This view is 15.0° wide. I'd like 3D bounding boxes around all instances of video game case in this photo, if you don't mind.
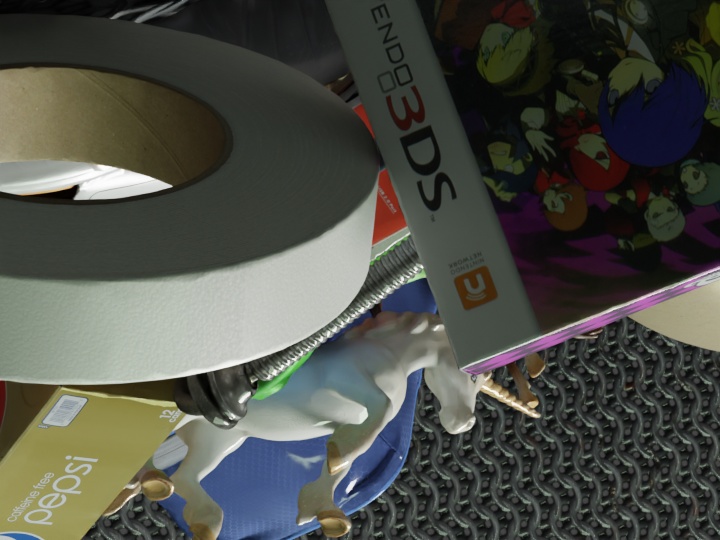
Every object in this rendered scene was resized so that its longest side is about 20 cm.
[{"bbox_3d":[0.092,-0.087,0.843,0.199,0.182,0.036,-21,171,9],"label":"video game case"}]

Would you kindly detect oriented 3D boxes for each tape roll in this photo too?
[{"bbox_3d":[-0.095,-0.028,0.851,0.202,0.037,0.203,5,-153,-3],"label":"tape roll"}]

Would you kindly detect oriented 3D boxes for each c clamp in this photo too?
[{"bbox_3d":[0.000,0.000,1.024,0.200,0.027,0.171,-35,-167,20],"label":"c clamp"}]

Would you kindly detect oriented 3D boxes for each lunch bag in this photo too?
[{"bbox_3d":[-0.054,0.027,1.359,0.136,0.132,0.200,-27,-150,27],"label":"lunch bag"}]

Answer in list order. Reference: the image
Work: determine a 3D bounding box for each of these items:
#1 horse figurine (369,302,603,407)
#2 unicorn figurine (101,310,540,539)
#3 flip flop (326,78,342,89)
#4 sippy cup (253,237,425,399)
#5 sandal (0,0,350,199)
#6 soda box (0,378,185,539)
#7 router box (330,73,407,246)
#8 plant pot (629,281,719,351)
[{"bbox_3d":[0.042,-0.003,1.347,0.050,0.133,0.200,-34,152,25],"label":"horse figurine"},{"bbox_3d":[-0.021,0.063,1.210,0.199,0.074,0.138,9,-144,5],"label":"unicorn figurine"},{"bbox_3d":[0.024,-0.084,1.172,0.081,0.058,0.200,-24,176,26],"label":"flip flop"},{"bbox_3d":[-0.047,-0.023,1.196,0.140,0.178,0.130,-57,167,27],"label":"sippy cup"},{"bbox_3d":[-0.074,-0.050,0.994,0.206,0.079,0.059,-20,132,-32],"label":"sandal"},{"bbox_3d":[-0.147,0.079,1.161,0.064,0.068,0.200,9,140,-32],"label":"soda box"},{"bbox_3d":[0.069,-0.092,1.011,0.179,0.049,0.200,-28,-168,46],"label":"router box"},{"bbox_3d":[0.146,-0.059,1.172,0.200,0.201,0.134,-25,169,33],"label":"plant pot"}]
